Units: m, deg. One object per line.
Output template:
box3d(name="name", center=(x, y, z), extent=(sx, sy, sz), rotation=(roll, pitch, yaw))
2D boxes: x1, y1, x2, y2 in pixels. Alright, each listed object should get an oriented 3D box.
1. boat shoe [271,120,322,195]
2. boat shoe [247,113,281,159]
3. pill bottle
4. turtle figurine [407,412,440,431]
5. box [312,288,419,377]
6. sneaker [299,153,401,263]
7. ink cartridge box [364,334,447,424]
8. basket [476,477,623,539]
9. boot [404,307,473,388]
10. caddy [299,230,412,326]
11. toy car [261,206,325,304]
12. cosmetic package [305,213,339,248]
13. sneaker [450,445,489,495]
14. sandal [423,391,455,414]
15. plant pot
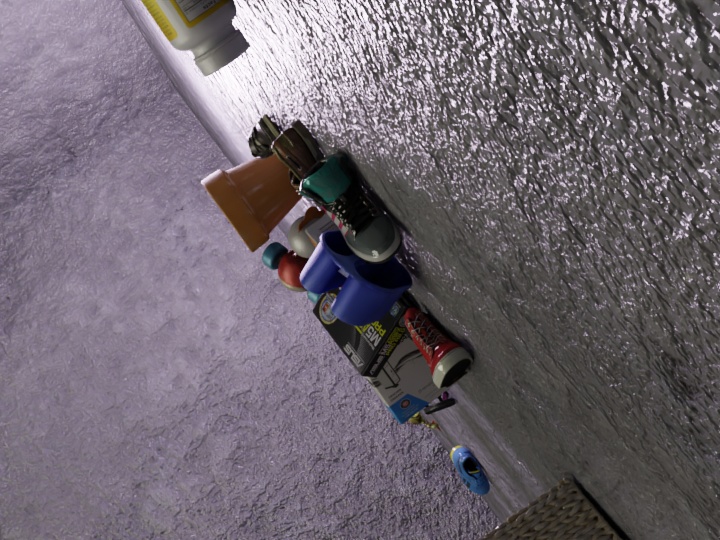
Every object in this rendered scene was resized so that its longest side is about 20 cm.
box3d(name="boat shoe", center=(-0.089, -0.161, 1.304), extent=(0.072, 0.068, 0.200), rotation=(45, 170, 44))
box3d(name="boat shoe", center=(-0.195, -0.260, 1.574), extent=(0.073, 0.065, 0.200), rotation=(55, 173, 2))
box3d(name="pill bottle", center=(-0.243, -0.379, 1.086), extent=(0.201, 0.111, 0.111), rotation=(57, 173, -23))
box3d(name="turtle figurine", center=(0.176, 0.490, 2.656), extent=(0.199, 0.065, 0.161), rotation=(34, 170, 31))
box3d(name="box", center=(0.006, 0.077, 1.471), extent=(0.044, 0.161, 0.200), rotation=(14, -154, -44))
box3d(name="sneaker", center=(-0.021, -0.100, 1.098), extent=(0.121, 0.084, 0.200), rotation=(47, -178, -43))
box3d(name="ink cartridge box", center=(0.074, 0.181, 1.569), extent=(0.201, 0.146, 0.084), rotation=(54, 175, -8))
box3d(name="basket", center=(0.294, 0.446, 1.147), extent=(0.161, 0.197, 0.200), rotation=(54, 176, 39))
box3d(name="boot", center=(0.116, 0.118, 1.283), extent=(0.145, 0.072, 0.200), rotation=(54, 177, 13))
box3d(name="caddy", center=(0.000, 0.000, 1.190), extent=(0.141, 0.105, 0.200), rotation=(42, -161, 14))
box3d(name="toy car", center=(-0.102, -0.064, 1.734), extent=(0.184, 0.176, 0.201), rotation=(36, 138, 25))
box3d(name="cosmetic package", center=(-0.028, -0.015, 1.624), extent=(0.101, 0.071, 0.200), rotation=(46, 171, 49))
box3d(name="sneaker", center=(0.332, 0.601, 2.282), extent=(0.201, 0.066, 0.078), rotation=(57, 169, -25))
box3d(name="sandal", center=(0.179, 0.310, 1.849), extent=(0.201, 0.075, 0.048), rotation=(88, 163, -79))
box3d(name="plant pot", center=(-0.237, -0.175, 1.801), extent=(0.201, 0.183, 0.200), rotation=(53, 175, 7))
